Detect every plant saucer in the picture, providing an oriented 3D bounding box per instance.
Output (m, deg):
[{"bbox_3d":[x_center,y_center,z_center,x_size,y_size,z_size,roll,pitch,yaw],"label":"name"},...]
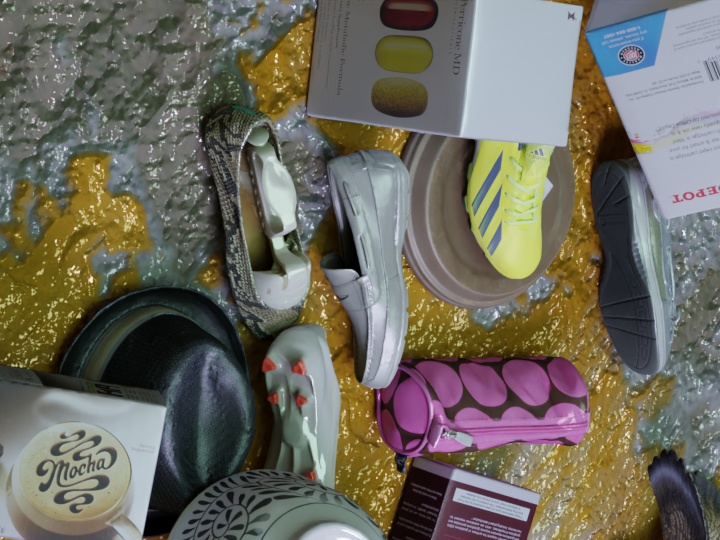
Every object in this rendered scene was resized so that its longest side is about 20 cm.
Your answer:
[{"bbox_3d":[0.115,-0.064,1.696,0.200,0.029,0.200,-7,102,-36],"label":"plant saucer"}]

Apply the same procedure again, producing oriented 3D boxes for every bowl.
[{"bbox_3d":[-0.039,0.234,1.434,0.201,0.094,0.201,11,67,-29],"label":"bowl"}]

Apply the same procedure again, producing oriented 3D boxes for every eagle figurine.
[{"bbox_3d":[0.297,0.282,1.835,0.151,0.152,0.200,31,84,-16],"label":"eagle figurine"}]

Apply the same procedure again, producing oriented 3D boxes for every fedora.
[{"bbox_3d":[-0.140,0.115,1.497,0.200,0.092,0.201,-7,102,-35],"label":"fedora"}]

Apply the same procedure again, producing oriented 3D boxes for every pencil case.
[{"bbox_3d":[0.110,0.119,1.684,0.200,0.094,0.091,-3,105,-37],"label":"pencil case"}]

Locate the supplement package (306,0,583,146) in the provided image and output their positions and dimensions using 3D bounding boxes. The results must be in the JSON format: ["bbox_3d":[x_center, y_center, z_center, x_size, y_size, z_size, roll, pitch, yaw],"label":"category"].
[{"bbox_3d":[0.063,-0.163,1.530,0.109,0.200,0.114,2,97,-37],"label":"supplement package"}]

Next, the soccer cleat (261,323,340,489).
[{"bbox_3d":[-0.045,0.140,1.592,0.078,0.069,0.200,-36,131,-61],"label":"soccer cleat"}]

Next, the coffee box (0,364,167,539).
[{"bbox_3d":[-0.247,0.127,1.383,0.200,0.080,0.113,11,93,-12],"label":"coffee box"}]

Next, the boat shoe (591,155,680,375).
[{"bbox_3d":[0.259,-0.005,1.787,0.065,0.074,0.202,-16,100,-32],"label":"boat shoe"}]

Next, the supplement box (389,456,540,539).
[{"bbox_3d":[0.073,0.272,1.705,0.109,0.061,0.200,21,85,-36],"label":"supplement box"}]

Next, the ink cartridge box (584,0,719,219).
[{"bbox_3d":[0.308,-0.175,1.715,0.200,0.147,0.146,63,30,-27],"label":"ink cartridge box"}]

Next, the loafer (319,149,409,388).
[{"bbox_3d":[0.000,0.000,1.603,0.070,0.070,0.200,-5,103,-18],"label":"loafer"}]

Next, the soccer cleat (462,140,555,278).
[{"bbox_3d":[0.131,-0.087,1.633,0.065,0.084,0.200,-14,107,-35],"label":"soccer cleat"}]

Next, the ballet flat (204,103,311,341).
[{"bbox_3d":[-0.073,-0.031,1.532,0.068,0.075,0.200,-23,112,-32],"label":"ballet flat"}]
